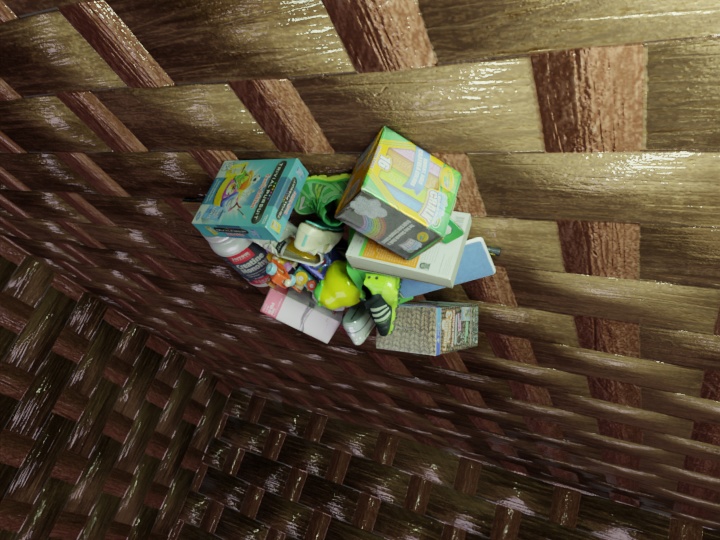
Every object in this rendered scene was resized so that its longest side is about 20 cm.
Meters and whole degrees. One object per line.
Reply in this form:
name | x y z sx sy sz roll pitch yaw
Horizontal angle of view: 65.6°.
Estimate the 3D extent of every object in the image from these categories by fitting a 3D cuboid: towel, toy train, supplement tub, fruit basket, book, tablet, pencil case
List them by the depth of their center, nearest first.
book | 0.087 -0.055 1.000 0.195 0.136 0.048 12 156 24
tablet | 0.150 -0.003 1.061 0.195 0.014 0.130 -17 145 18
fruit basket | 0.000 0.000 1.157 0.208 0.160 0.218 5 150 3
toy train | -0.148 0.023 1.200 0.199 0.056 0.151 33 -165 -46
pencil case | -0.077 -0.022 1.247 0.199 0.087 0.078 41 -178 -14
supplement tub | -0.253 -0.069 1.256 0.137 0.143 0.200 5 152 33
towel | -0.339 -0.112 1.396 0.143 0.022 0.201 5 149 32

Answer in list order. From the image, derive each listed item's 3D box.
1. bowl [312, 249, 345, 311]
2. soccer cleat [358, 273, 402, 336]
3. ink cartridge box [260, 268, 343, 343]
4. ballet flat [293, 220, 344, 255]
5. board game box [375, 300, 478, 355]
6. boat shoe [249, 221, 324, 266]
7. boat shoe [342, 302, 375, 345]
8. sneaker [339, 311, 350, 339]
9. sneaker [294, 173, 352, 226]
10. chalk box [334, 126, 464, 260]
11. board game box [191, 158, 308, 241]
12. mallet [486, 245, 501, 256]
bowl | -0.063 0.037 1.374 0.195 0.096 0.202 18 156 8
soccer cleat | 0.037 0.064 1.102 0.078 0.069 0.202 10 147 6
ink cartridge box | -0.145 0.083 1.454 0.196 0.148 0.084 27 116 -8
ballet flat | -0.082 -0.064 1.103 0.068 0.072 0.200 15 -173 13
board game box | 0.153 0.123 1.255 0.156 0.100 0.197 1 180 39
boat shoe | -0.163 -0.061 1.141 0.196 0.072 0.070 25 -158 -17
boat shoe | 0.017 0.086 1.267 0.072 0.200 0.068 4 126 33
sneaker | -0.018 0.140 1.481 0.081 0.075 0.200 43 175 -10
sneaker | -0.066 -0.128 1.040 0.197 0.085 0.074 -3 148 45
chalk box | 0.079 -0.110 0.906 0.196 0.127 0.124 28 155 -15
board game box | -0.211 -0.137 1.063 0.195 0.154 0.047 5 152 33
mallet | 0.165 -0.055 1.047 0.194 0.042 0.066 10 171 17
